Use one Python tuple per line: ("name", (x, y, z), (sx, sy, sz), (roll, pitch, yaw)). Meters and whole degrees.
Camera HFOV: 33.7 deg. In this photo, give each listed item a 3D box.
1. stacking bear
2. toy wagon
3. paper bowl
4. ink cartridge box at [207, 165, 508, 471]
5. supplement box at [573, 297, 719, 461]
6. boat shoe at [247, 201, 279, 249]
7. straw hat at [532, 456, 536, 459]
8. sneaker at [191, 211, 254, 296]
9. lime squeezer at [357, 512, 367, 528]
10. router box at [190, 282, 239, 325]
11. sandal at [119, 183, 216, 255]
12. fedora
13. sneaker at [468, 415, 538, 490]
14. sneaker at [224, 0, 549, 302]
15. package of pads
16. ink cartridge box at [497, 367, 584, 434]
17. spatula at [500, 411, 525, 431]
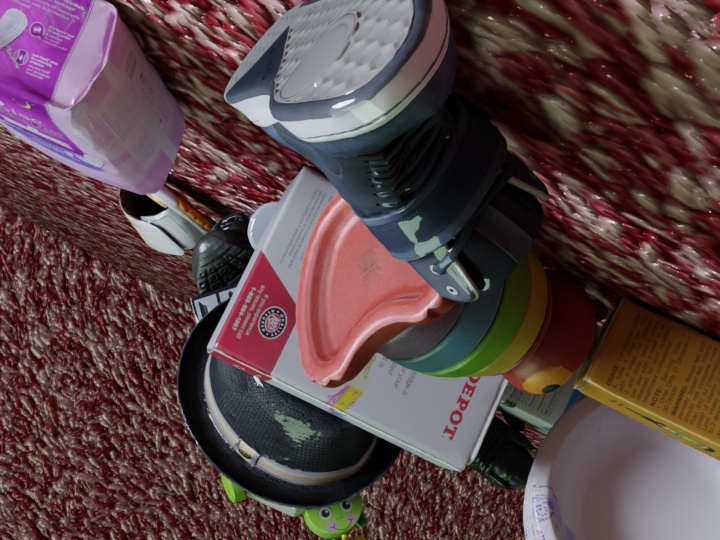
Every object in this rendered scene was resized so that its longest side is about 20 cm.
("stacking bear", (0.070, 0.021, 0.734), (0.200, 0.114, 0.121), (20, 135, -40))
("toy wagon", (-0.044, 0.142, 0.996), (0.040, 0.155, 0.200), (107, 142, -61))
("paper bowl", (0.226, 0.191, 0.920), (0.200, 0.201, 0.104), (24, 159, 12))
("ink cartridge box", (0.009, 0.039, 0.868), (0.200, 0.146, 0.083), (28, 169, -8))
("supplement box", (0.243, 0.090, 0.769), (0.199, 0.069, 0.067), (23, 171, 7))
("boat shoe", (0.000, 0.000, 0.991), (0.200, 0.072, 0.062), (33, -170, 8))
("straw hat", (0.269, 0.188, 1.218), (0.200, 0.085, 0.201), (15, -172, -2))
("sneaker", (-0.121, -0.015, 1.140), (0.091, 0.076, 0.200), (62, -176, 14))
("lime squeezer", (-0.067, 0.157, 1.050), (0.200, 0.038, 0.071), (47, -179, 15))
("router box", (-0.061, 0.044, 1.134), (0.157, 0.052, 0.200), (-18, 167, 2))
("sandal", (-0.184, -0.040, 1.200), (0.079, 0.059, 0.207), (40, 180, 43))
("fedora", (-0.049, 0.085, 0.949), (0.200, 0.201, 0.092), (26, 151, 4))
("sneaker", (0.118, 0.160, 1.093), (0.104, 0.060, 0.200), (34, 179, 6))
("sneaker", (0.030, -0.047, 0.480), (0.146, 0.077, 0.202), (40, 177, -17))
("package of pads", (-0.189, -0.119, 0.756), (0.120, 0.076, 0.200), (22, 171, 7))
("ink cartridge box", (0.118, 0.083, 1.085), (0.200, 0.068, 0.116), (27, 172, -12))
("spatula", (0.133, 0.121, 1.238), (0.056, 0.021, 0.200), (29, -172, -19))
